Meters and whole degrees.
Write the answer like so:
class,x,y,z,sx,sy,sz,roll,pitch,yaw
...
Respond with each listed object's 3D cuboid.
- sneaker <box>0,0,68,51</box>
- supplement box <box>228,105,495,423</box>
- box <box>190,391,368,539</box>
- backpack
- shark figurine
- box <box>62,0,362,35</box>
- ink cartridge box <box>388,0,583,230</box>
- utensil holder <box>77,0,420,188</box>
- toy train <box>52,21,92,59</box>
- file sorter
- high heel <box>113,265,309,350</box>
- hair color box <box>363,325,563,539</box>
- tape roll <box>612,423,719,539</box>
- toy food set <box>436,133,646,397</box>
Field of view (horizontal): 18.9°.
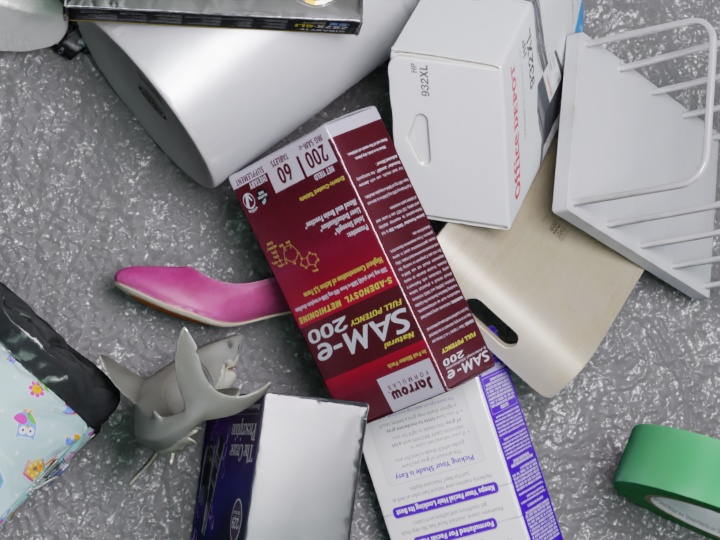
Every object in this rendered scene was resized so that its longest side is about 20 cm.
class,x,y,z,sx,sy,sz,roll,pitch,yaw
sneaker,-0.302,-0.218,1.543,0.200,0.075,0.089,13,64,-4
supplement box,0.000,0.000,1.504,0.061,0.109,0.200,-26,90,-47
box,-0.061,0.159,1.502,0.079,0.200,0.141,7,84,-14
backpack,-0.283,0.111,1.494,0.167,0.127,0.200,43,81,-10
shark figurine,-0.138,0.083,1.462,0.128,0.214,0.090,-45,95,-1
box,-0.096,-0.243,1.444,0.200,0.049,0.160,1,85,-7
ink cartridge box,0.094,-0.148,1.543,0.084,0.145,0.200,10,43,18
utensil holder,-0.077,-0.179,1.547,0.200,0.170,0.170,-39,95,-10
toy train,-0.152,-0.228,1.599,0.200,0.034,0.046,-46,99,-12
file sorter,0.249,-0.082,1.574,0.200,0.124,0.139,27,61,-45
high heel,-0.077,-0.001,1.578,0.200,0.067,0.096,14,86,-14
hair color box,0.071,0.152,1.580,0.109,0.065,0.200,-17,88,27
tape roll,0.286,0.171,1.582,0.200,0.200,0.048,24,80,-10
toy food set,0.130,-0.016,1.603,0.143,0.060,0.200,42,48,-7
